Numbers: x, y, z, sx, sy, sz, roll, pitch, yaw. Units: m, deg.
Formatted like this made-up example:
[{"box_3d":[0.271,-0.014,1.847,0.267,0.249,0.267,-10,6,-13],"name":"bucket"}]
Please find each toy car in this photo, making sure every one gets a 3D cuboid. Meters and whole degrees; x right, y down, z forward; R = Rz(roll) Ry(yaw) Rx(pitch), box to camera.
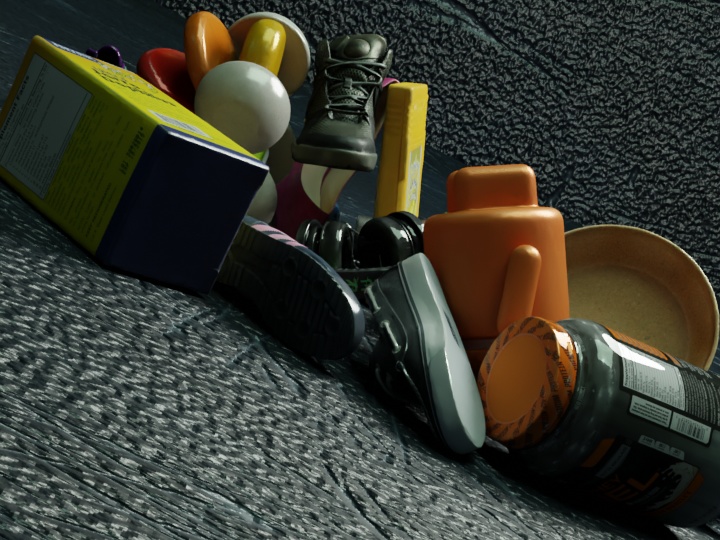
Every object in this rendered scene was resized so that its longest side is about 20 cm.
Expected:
[{"box_3d":[-0.131,-0.132,1.724,0.149,0.201,0.175,11,28,2],"name":"toy car"}]

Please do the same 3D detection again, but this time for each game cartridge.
[{"box_3d":[0.038,-0.075,1.846,0.032,0.202,0.176,8,7,6],"name":"game cartridge"}]

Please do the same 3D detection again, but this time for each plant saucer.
[{"box_3d":[0.221,0.055,1.756,0.199,0.201,0.036,31,-18,24],"name":"plant saucer"}]

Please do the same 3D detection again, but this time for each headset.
[{"box_3d":[0.000,0.000,1.668,0.122,0.095,0.200,-5,16,-9],"name":"headset"}]

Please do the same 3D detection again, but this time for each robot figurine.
[{"box_3d":[0.108,0.018,1.562,0.116,0.202,0.143,-4,1,-44],"name":"robot figurine"}]

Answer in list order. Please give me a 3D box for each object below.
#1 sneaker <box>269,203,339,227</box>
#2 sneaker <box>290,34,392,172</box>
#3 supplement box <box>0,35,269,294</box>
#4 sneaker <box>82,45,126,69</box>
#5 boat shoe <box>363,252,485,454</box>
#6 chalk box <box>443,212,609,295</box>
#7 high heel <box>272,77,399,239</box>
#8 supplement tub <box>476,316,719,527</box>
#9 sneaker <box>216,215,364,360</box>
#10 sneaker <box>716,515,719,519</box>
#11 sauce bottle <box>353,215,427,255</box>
[{"box_3d":[-0.096,-0.092,1.875,0.199,0.090,0.078,24,10,-32],"name":"sneaker"},{"box_3d":[-0.016,-0.149,1.732,0.076,0.115,0.200,9,15,0],"name":"sneaker"},{"box_3d":[-0.182,-0.082,1.488,0.109,0.109,0.200,18,13,-46],"name":"supplement box"},{"box_3d":[-0.242,-0.173,1.904,0.074,0.088,0.200,28,9,3],"name":"sneaker"},{"box_3d":[0.040,0.068,1.453,0.072,0.067,0.201,56,12,-41],"name":"boat shoe"},{"box_3d":[0.145,0.014,1.899,0.199,0.126,0.124,30,9,21],"name":"chalk box"},{"box_3d":[-0.020,-0.101,1.850,0.067,0.095,0.201,49,42,-29],"name":"high heel"},{"box_3d":[0.190,0.111,1.476,0.199,0.123,0.123,22,10,-30],"name":"supplement tub"},{"box_3d":[-0.048,0.009,1.504,0.082,0.071,0.200,14,17,-46],"name":"sneaker"},{"box_3d":[0.288,0.168,1.671,0.078,0.075,0.200,40,14,-3],"name":"sneaker"},{"box_3d":[0.090,-0.015,2.008,0.198,0.065,0.065,12,8,2],"name":"sauce bottle"}]
